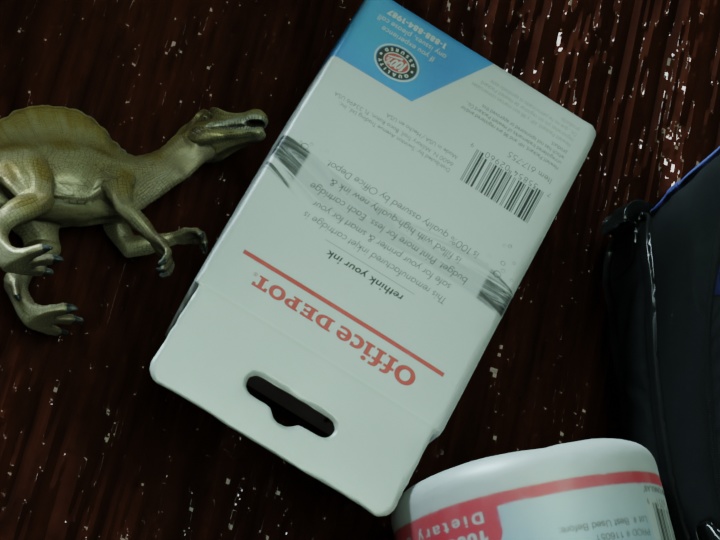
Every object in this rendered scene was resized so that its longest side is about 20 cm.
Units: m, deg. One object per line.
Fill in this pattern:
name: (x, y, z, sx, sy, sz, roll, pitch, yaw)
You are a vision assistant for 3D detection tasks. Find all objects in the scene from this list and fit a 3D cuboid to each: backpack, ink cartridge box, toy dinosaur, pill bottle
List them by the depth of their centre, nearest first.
pill bottle: (0.083, 0.174, 0.853, 0.109, 0.109, 0.200, -6, 73, -20)
toy dinosaur: (-0.134, -0.030, 0.892, 0.200, 0.058, 0.101, 0, 52, -20)
backpack: (0.196, 0.053, 0.893, 0.147, 0.183, 0.200, 3, 73, -17)
ink cartridge box: (0.000, 0.000, 0.909, 0.116, 0.068, 0.200, 32, 64, -4)
